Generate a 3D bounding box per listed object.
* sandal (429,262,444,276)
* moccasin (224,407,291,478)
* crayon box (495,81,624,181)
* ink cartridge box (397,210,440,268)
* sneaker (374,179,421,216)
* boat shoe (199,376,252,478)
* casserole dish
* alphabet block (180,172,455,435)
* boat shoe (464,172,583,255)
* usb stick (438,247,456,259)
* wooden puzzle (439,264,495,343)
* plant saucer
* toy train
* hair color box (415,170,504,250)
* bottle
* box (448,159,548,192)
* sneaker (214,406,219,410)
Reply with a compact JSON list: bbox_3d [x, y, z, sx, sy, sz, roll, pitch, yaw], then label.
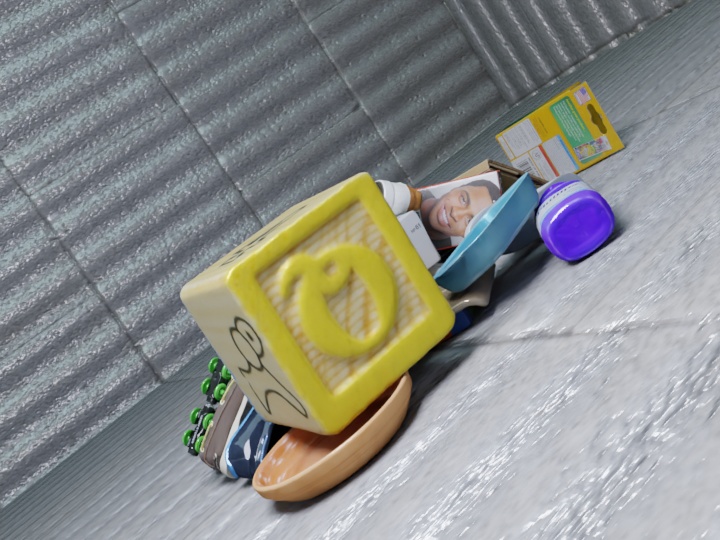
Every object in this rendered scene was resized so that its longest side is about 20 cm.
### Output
[{"bbox_3d":[0.105,0.011,1.229,0.203,0.080,0.051,-143,65,-84],"label":"sandal"},{"bbox_3d":[-0.092,0.182,1.019,0.067,0.081,0.202,2,48,32],"label":"moccasin"},{"bbox_3d":[0.341,-0.225,1.364,0.199,0.127,0.051,-28,8,47],"label":"crayon box"},{"bbox_3d":[0.000,0.000,1.170,0.144,0.086,0.199,-37,9,-29],"label":"ink cartridge box"},{"bbox_3d":[0.030,-0.097,1.236,0.083,0.075,0.199,3,2,-23],"label":"sneaker"},{"bbox_3d":[-0.149,0.163,1.055,0.058,0.072,0.204,14,77,29],"label":"boat shoe"},{"bbox_3d":[0.157,-0.042,0.981,0.200,0.039,0.121,-48,1,-44],"label":"casserole dish"},{"bbox_3d":[-0.052,0.039,0.876,0.196,0.197,0.199,-40,13,-24],"label":"alphabet block"},{"bbox_3d":[0.220,-0.072,1.131,0.199,0.076,0.086,-30,-3,-20],"label":"boat shoe"},{"bbox_3d":[0.124,-0.022,1.455,0.198,0.033,0.055,-35,-1,1],"label":"usb stick"},{"bbox_3d":[0.085,0.063,1.041,0.197,0.047,0.185,-29,9,19],"label":"wooden puzzle"},{"bbox_3d":[-0.024,0.173,0.841,0.198,0.038,0.200,-36,6,4],"label":"plant saucer"},{"bbox_3d":[-0.183,0.154,1.090,0.041,0.056,0.204,12,79,39],"label":"toy train"},{"bbox_3d":[0.133,-0.088,1.280,0.196,0.104,0.061,-12,3,16],"label":"hair color box"},{"bbox_3d":[0.253,-0.069,0.981,0.083,0.066,0.200,-37,6,14],"label":"bottle"},{"bbox_3d":[0.204,-0.125,1.397,0.161,0.022,0.199,10,-25,-37],"label":"box"},{"bbox_3d":[-0.142,0.206,1.136,0.200,0.079,0.090,-46,-33,8],"label":"sneaker"}]
